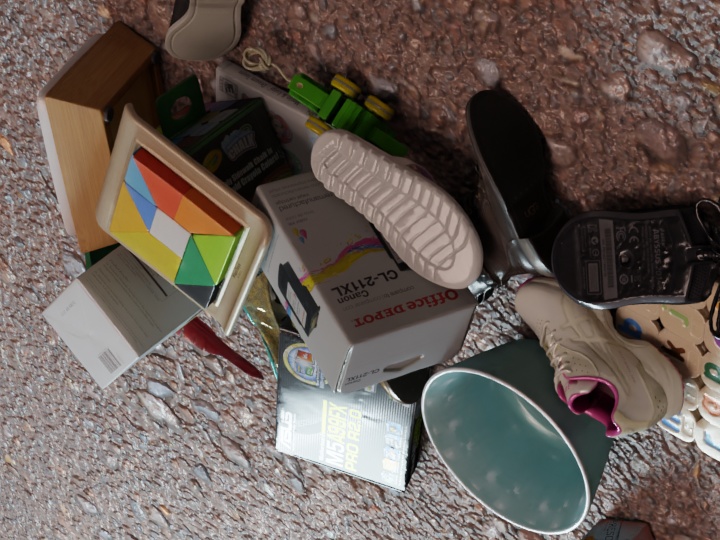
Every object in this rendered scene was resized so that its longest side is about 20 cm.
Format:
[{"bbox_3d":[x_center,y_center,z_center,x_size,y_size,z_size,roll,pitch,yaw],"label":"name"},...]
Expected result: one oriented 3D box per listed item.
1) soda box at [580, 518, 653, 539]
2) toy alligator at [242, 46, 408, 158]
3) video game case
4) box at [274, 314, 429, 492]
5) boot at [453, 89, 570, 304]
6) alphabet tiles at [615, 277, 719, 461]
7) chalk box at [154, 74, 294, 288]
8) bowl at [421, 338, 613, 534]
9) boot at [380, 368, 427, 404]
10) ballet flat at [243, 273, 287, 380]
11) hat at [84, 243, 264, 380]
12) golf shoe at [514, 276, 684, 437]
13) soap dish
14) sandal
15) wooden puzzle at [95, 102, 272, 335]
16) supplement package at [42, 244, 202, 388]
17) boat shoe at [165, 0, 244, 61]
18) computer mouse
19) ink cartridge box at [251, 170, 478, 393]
[{"bbox_3d":[0.283,0.354,1.834,0.063,0.068,0.201,-2,119,47],"label":"soda box"},{"bbox_3d":[-0.028,-0.158,1.738,0.200,0.059,0.054,34,-179,21],"label":"toy alligator"},{"bbox_3d":[-0.077,-0.099,1.861,0.182,0.024,0.201,30,139,25],"label":"video game case"},{"bbox_3d":[-0.011,0.141,1.944,0.159,0.044,0.201,17,135,11],"label":"box"},{"bbox_3d":[0.108,-0.062,1.667,0.174,0.069,0.201,-9,108,58],"label":"boot"},{"bbox_3d":[0.310,0.083,1.609,0.195,0.015,0.201,30,139,35],"label":"alphabet tiles"},{"bbox_3d":[-0.157,-0.097,1.824,0.124,0.125,0.201,-1,120,46],"label":"chalk box"},{"bbox_3d":[0.167,0.146,1.741,0.200,0.105,0.201,30,143,25],"label":"bowl"},{"bbox_3d":[0.004,0.047,1.835,0.075,0.073,0.201,-22,95,47],"label":"boot"},{"bbox_3d":[-0.089,0.053,1.973,0.070,0.071,0.201,11,138,41],"label":"ballet flat"},{"bbox_3d":[-0.216,0.014,2.096,0.175,0.166,0.201,-9,121,2],"label":"hat"},{"bbox_3d":[0.203,0.078,1.650,0.200,0.091,0.076,39,146,34],"label":"golf shoe"},{"bbox_3d":[-0.266,-0.141,1.924,0.081,0.158,0.201,9,130,21],"label":"soap dish"},{"bbox_3d":[0.043,-0.067,1.671,0.203,0.050,0.083,42,124,13],"label":"sandal"},{"bbox_3d":[-0.182,-0.044,1.761,0.200,0.037,0.185,42,144,11],"label":"wooden puzzle"},{"bbox_3d":[-0.229,0.018,1.974,0.110,0.200,0.114,51,144,-1],"label":"supplement package"},{"bbox_3d":[-0.153,-0.269,1.763,0.200,0.073,0.061,117,151,-68],"label":"boat shoe"},{"bbox_3d":[0.259,-0.006,1.550,0.199,0.053,0.139,4,97,39],"label":"computer mouse"},{"bbox_3d":[0.000,0.000,1.710,0.200,0.145,0.083,58,150,28],"label":"ink cartridge box"}]
